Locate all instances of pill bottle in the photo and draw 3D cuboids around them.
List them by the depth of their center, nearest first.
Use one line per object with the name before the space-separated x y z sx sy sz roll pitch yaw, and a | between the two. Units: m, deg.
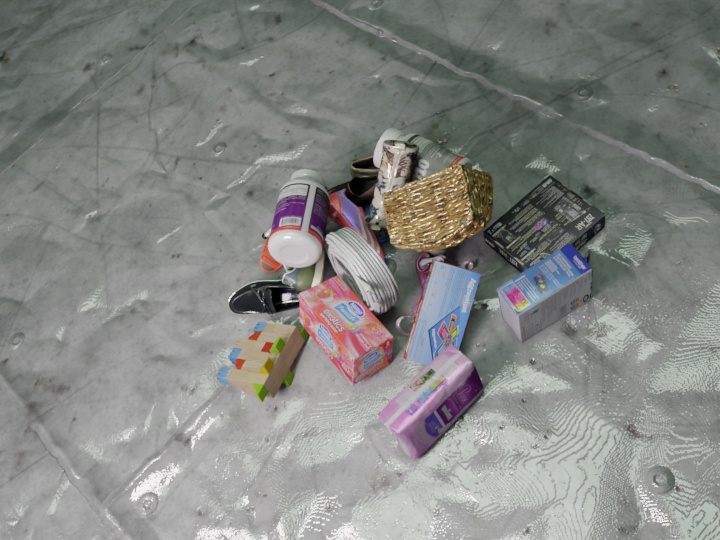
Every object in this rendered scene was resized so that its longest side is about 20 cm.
pill bottle | -0.125 -0.113 1.623 0.112 0.113 0.201 -4 53 16
pill bottle | 0.135 -0.233 1.705 0.199 0.114 0.114 29 71 21

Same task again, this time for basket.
basket | 0.167 -0.112 1.549 0.199 0.149 0.144 -19 79 31

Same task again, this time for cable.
cable | 0.000 0.000 1.587 0.069 0.200 0.200 -34 78 -11

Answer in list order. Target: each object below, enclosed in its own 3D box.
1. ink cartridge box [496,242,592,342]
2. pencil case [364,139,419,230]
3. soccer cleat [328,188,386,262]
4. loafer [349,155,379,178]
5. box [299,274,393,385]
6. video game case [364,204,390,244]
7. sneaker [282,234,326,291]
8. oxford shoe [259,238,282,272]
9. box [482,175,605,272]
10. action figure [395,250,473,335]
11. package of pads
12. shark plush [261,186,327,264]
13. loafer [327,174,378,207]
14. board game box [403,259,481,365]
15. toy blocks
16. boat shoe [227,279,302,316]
ink cartridge box | 0.368 0.037 1.480 0.199 0.137 0.077 -30 60 -2
pencil case | 0.066 -0.184 1.641 0.077 0.201 0.090 13 25 -3
soccer cleat | -0.001 -0.094 1.700 0.076 0.067 0.200 -38 80 -24
loafer | 0.072 -0.252 1.806 0.199 0.063 0.072 -19 54 7
box | -0.031 0.118 1.568 0.102 0.095 0.200 -25 54 -25
video game case | 0.114 -0.149 1.756 0.199 0.018 0.144 -20 55 5
sneaker | -0.125 -0.027 1.682 0.089 0.067 0.201 12 37 -8
oxford shoe | -0.169 -0.084 1.790 0.071 0.073 0.201 33 84 -8
box | 0.383 -0.087 1.610 0.200 0.044 0.160 -40 56 -9
action figure | 0.151 0.029 1.598 0.149 0.134 0.201 -32 51 31
package of pads | 0.135 0.246 1.435 0.200 0.121 0.076 -43 50 -10
shark plush | -0.142 -0.110 1.745 0.091 0.083 0.201 -9 46 52
loafer | -0.015 -0.185 1.769 0.199 0.071 0.073 -15 58 29
board game box | 0.159 0.088 1.501 0.102 0.019 0.201 16 93 -14
toy blocks | -0.213 0.183 1.617 0.136 0.100 0.201 4 49 31
boat shoe | -0.199 0.060 1.688 0.199 0.075 0.062 -10 22 8
